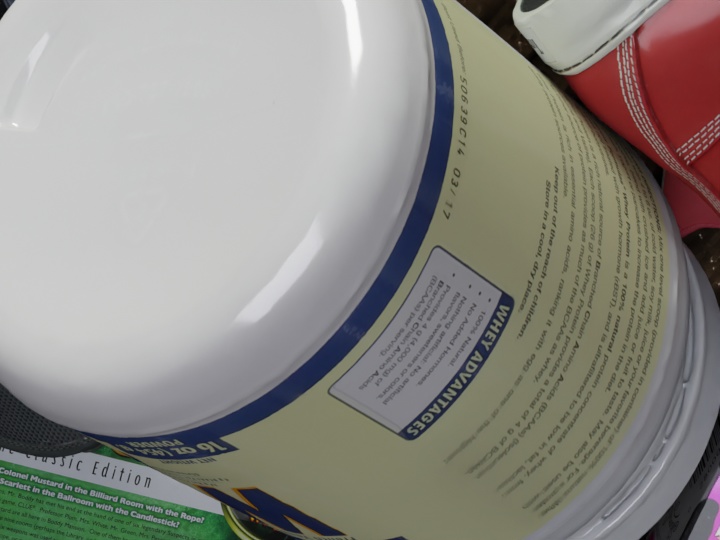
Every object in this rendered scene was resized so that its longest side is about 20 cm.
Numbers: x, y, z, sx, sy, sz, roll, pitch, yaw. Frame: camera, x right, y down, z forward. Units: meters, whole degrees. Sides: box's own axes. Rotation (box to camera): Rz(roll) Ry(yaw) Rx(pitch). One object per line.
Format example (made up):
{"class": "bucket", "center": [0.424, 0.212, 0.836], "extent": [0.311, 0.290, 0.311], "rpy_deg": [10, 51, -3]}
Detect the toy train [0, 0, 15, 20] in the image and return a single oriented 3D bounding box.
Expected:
{"class": "toy train", "center": [-0.178, -0.028, 0.790], "extent": [0.199, 0.087, 0.115], "rpy_deg": [-23, 106, 9]}

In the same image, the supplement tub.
{"class": "supplement tub", "center": [0.000, 0.000, 0.707], "extent": [0.145, 0.145, 0.200], "rpy_deg": [-42, 141, 12]}

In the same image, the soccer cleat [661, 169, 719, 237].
{"class": "soccer cleat", "center": [0.186, -0.013, 0.778], "extent": [0.199, 0.068, 0.073], "rpy_deg": [20, 123, -1]}

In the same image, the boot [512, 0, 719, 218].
{"class": "boot", "center": [0.159, -0.084, 0.693], "extent": [0.200, 0.072, 0.144], "rpy_deg": [-43, 103, 15]}

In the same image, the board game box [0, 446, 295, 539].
{"class": "board game box", "center": [-0.031, 0.098, 0.808], "extent": [0.199, 0.023, 0.105], "rpy_deg": [14, 68, 2]}

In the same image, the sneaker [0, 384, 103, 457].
{"class": "sneaker", "center": [-0.143, -0.010, 0.709], "extent": [0.200, 0.085, 0.074], "rpy_deg": [41, 104, -16]}

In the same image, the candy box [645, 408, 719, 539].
{"class": "candy box", "center": [0.141, 0.134, 0.810], "extent": [0.136, 0.061, 0.201], "rpy_deg": [25, 103, -2]}
